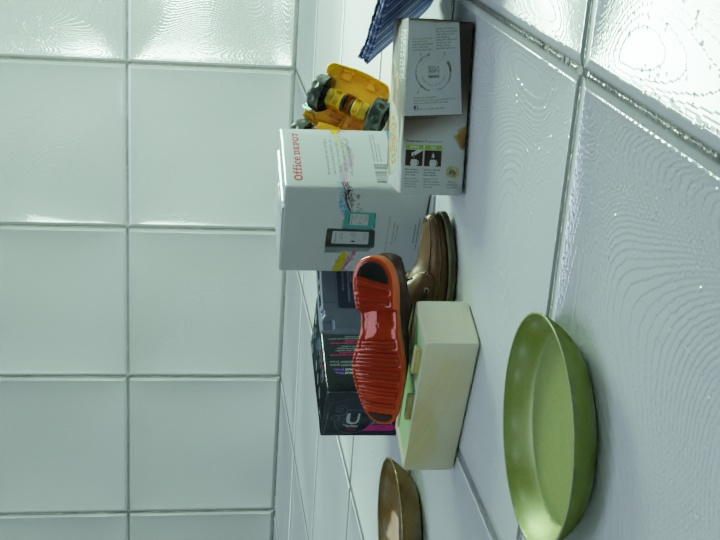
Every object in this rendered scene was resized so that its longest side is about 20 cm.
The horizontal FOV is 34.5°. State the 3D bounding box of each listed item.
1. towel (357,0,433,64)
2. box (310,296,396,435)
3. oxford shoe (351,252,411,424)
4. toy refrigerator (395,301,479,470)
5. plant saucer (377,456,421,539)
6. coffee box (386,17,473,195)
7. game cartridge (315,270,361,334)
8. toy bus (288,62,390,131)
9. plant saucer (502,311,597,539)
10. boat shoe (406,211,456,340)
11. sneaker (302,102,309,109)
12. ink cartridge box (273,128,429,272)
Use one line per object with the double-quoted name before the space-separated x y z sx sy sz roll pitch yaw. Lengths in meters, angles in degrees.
"towel" 0.062 -0.349 1.409 0.145 0.024 0.200 -44 -9 -23
"box" -0.008 0.146 1.785 0.201 0.121 0.107 -98 13 -46
"oxford shoe" 0.036 0.079 1.362 0.072 0.070 0.203 -18 -68 -59
"toy refrigerator" 0.084 0.138 1.362 0.076 0.069 0.202 -100 14 -52
"plant saucer" 0.056 0.365 1.631 0.200 0.035 0.203 -179 90 -82
"coffee box" 0.080 -0.198 1.386 0.114 0.079 0.203 -124 36 -75
"game cartridge" 0.000 0.000 1.712 0.041 0.131 0.202 110 159 -64
"toy bus" -0.026 -0.215 1.914 0.202 0.135 0.192 -65 -14 -3
"plant saucer" 0.162 0.136 0.987 0.200 0.031 0.203 180 90 -81
"boat shoe" 0.077 0.027 1.421 0.072 0.067 0.203 157 115 -82
"sneaker" -0.093 -0.268 2.464 0.070 0.092 0.202 -109 21 -65
"ink cartridge box" -0.018 -0.099 1.626 0.148 0.197 0.147 -99 13 -50
